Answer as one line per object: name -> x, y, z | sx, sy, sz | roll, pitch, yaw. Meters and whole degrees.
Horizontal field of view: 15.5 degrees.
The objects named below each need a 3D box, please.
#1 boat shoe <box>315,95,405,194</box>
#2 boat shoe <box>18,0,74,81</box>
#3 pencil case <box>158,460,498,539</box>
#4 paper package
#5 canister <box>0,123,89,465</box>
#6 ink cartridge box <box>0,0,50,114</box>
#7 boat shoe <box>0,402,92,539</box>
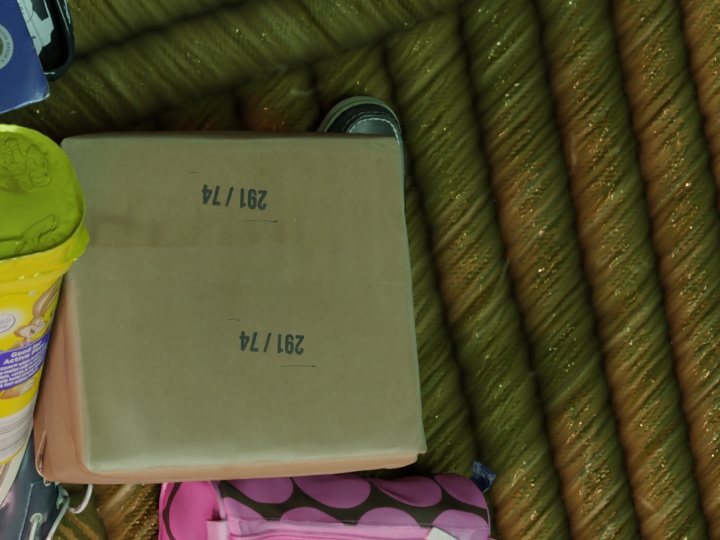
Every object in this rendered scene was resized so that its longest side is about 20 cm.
boat shoe -> -0.001, 0.001, 1.556 | 0.072, 0.066, 0.201 | 3, 106, -27
boat shoe -> -0.204, -0.183, 1.391 | 0.074, 0.066, 0.200 | -26, 117, -15
pencil case -> -0.018, 0.156, 1.586 | 0.200, 0.094, 0.091 | 3, 106, -27
paper package -> -0.076, 0.019, 1.443 | 0.200, 0.103, 0.191 | -2, 84, -20
canister -> -0.228, 0.026, 1.354 | 0.148, 0.087, 0.200 | -10, 146, -23
ink cartridge box -> -0.279, -0.146, 1.320 | 0.200, 0.041, 0.200 | -21, 90, -10
boat shoe -> -0.199, 0.140, 1.498 | 0.062, 0.075, 0.200 | 13, 97, -30
